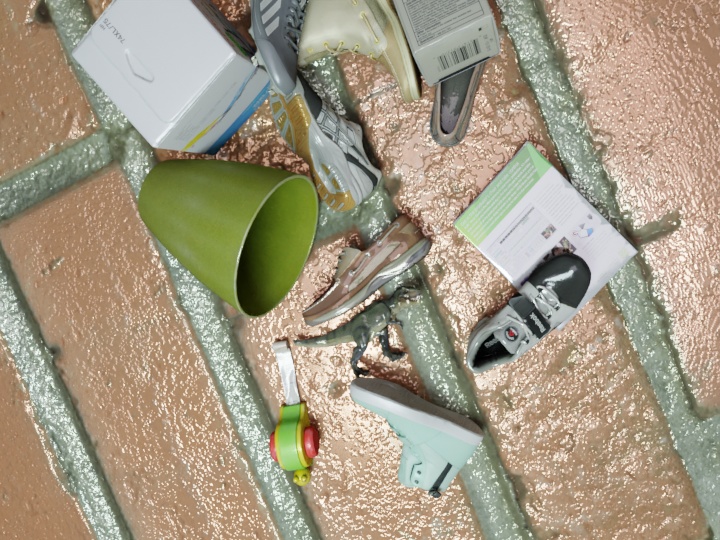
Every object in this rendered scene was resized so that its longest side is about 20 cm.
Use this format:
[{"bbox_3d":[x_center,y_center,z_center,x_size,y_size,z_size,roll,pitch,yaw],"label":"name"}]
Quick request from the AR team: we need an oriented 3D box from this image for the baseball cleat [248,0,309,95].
[{"bbox_3d":[-0.087,-0.313,0.830,0.104,0.070,0.205,-19,73,14],"label":"baseball cleat"}]

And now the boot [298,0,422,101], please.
[{"bbox_3d":[-0.017,-0.286,0.887,0.152,0.073,0.204,-24,91,10],"label":"boot"}]

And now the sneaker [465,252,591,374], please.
[{"bbox_3d":[0.207,0.064,0.862,0.074,0.088,0.201,43,117,3],"label":"sneaker"}]

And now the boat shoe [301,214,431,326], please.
[{"bbox_3d":[0.000,0.000,0.924,0.198,0.076,0.073,-35,88,1],"label":"boat shoe"}]

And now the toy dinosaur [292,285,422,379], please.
[{"bbox_3d":[0.010,0.093,0.947,0.197,0.047,0.090,-27,89,15],"label":"toy dinosaur"}]

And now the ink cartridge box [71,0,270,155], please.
[{"bbox_3d":[-0.216,-0.250,0.856,0.146,0.200,0.147,-43,90,11],"label":"ink cartridge box"}]

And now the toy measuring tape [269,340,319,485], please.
[{"bbox_3d":[-0.099,0.203,0.960,0.072,0.074,0.206,-9,96,9],"label":"toy measuring tape"}]

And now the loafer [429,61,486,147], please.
[{"bbox_3d":[0.125,-0.261,0.875,0.070,0.063,0.206,8,98,6],"label":"loafer"}]

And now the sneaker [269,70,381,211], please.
[{"bbox_3d":[-0.045,-0.180,0.906,0.087,0.075,0.203,-32,96,-31],"label":"sneaker"}]

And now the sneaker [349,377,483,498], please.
[{"bbox_3d":[0.056,0.228,0.925,0.197,0.074,0.120,26,101,-11],"label":"sneaker"}]

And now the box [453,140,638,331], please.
[{"bbox_3d":[0.237,-0.044,0.900,0.200,0.036,0.145,44,101,0],"label":"box"}]

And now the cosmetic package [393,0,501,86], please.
[{"bbox_3d":[0.085,-0.341,0.825,0.101,0.087,0.205,-20,73,14],"label":"cosmetic package"}]

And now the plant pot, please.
[{"bbox_3d":[-0.183,-0.066,0.900,0.196,0.186,0.192,23,100,20],"label":"plant pot"}]
